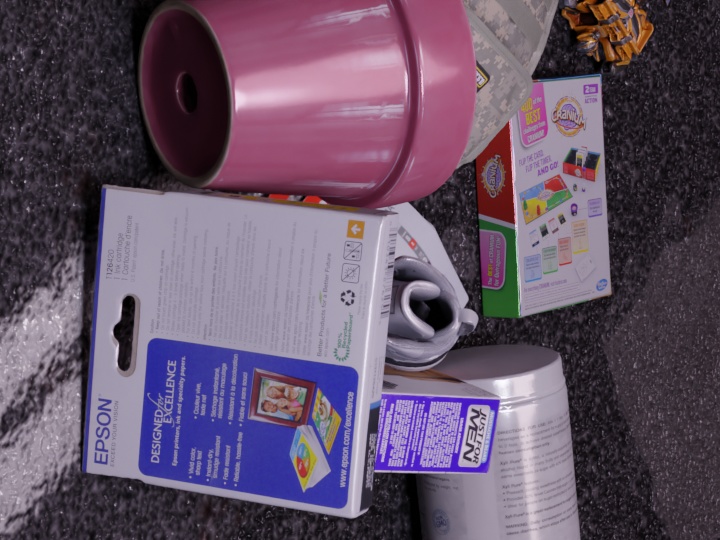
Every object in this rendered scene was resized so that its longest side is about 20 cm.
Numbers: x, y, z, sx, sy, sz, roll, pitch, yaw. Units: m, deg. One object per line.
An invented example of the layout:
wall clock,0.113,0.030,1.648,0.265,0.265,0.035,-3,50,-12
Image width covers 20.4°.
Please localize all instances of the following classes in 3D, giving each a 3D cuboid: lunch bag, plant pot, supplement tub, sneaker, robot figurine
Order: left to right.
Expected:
plant pot,-0.047,-0.132,1.380,0.178,0.199,0.202,-12,101,-35
sneaker,-0.013,0.016,1.416,0.199,0.115,0.076,18,77,-13
lunch bag,0.066,-0.196,1.566,0.164,0.117,0.201,38,65,-49
supplement tub,0.110,0.171,1.621,0.132,0.131,0.202,-17,105,-50
robot figurine,0.244,-0.279,1.833,0.145,0.058,0.201,49,54,-39

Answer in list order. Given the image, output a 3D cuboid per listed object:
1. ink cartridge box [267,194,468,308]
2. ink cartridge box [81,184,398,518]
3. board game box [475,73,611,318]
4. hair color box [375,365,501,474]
ink cartridge box,0.000,0.000,1.543,0.163,0.050,0.201,-54,133,-36
ink cartridge box,-0.081,0.049,1.323,0.047,0.198,0.199,-12,109,-69
board game box,0.161,-0.068,1.749,0.153,0.040,0.202,-10,99,-51
hair color box,-0.010,0.103,1.440,0.199,0.109,0.065,7,97,-36
